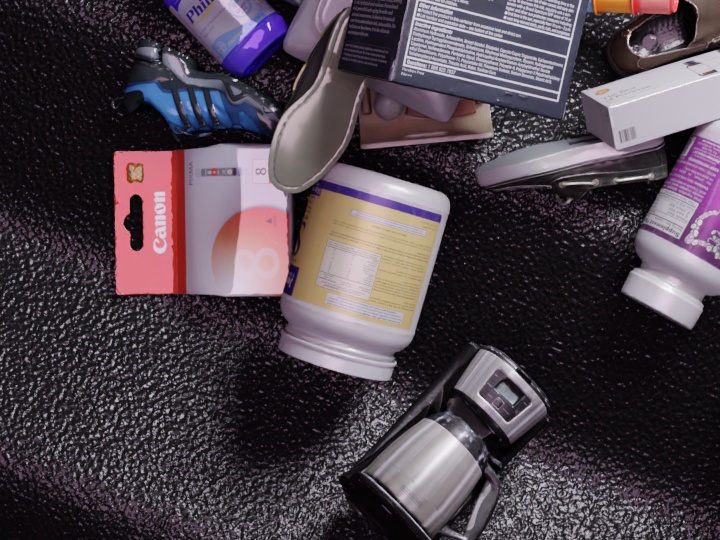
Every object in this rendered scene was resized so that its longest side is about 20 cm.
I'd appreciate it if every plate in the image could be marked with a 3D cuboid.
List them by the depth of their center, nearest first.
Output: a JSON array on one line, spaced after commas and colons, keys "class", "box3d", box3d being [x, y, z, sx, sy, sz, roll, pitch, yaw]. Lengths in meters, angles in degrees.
[{"class": "plate", "box3d": [0.041, -0.282, 1.406, 0.199, 0.032, 0.201, 26, 91, 13]}]

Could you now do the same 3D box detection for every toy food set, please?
[{"class": "toy food set", "box3d": [0.060, -0.233, 1.443, 0.143, 0.060, 0.201, -5, 92, 4]}]

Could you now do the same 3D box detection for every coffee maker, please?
[{"class": "coffee maker", "box3d": [0.080, 0.178, 1.415, 0.200, 0.192, 0.135, -44, 112, -17]}]

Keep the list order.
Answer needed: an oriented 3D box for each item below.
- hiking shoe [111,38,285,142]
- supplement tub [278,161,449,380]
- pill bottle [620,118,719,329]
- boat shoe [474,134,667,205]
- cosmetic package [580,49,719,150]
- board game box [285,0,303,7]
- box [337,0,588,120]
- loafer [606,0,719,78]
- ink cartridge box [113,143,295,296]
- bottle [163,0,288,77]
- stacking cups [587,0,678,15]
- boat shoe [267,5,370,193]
[{"class": "hiking shoe", "box3d": [-0.161, -0.170, 1.458, 0.199, 0.074, 0.087, 26, 96, 14]}, {"class": "supplement tub", "box3d": [0.000, 0.000, 1.412, 0.145, 0.145, 0.201, 16, 92, 3]}, {"class": "pill bottle", "box3d": [0.351, -0.045, 1.404, 0.112, 0.112, 0.201, 28, 94, 2]}, {"class": "boat shoe", "box3d": [0.221, -0.101, 1.431, 0.199, 0.071, 0.064, -10, 105, 12]}, {"class": "cosmetic package", "box3d": [0.333, -0.182, 1.395, 0.199, 0.083, 0.051, -18, 110, -6]}, {"class": "board game box", "box3d": [-0.054, -0.384, 1.402, 0.064, 0.148, 0.201, 25, 94, 5]}, {"class": "box", "box3d": [0.107, -0.264, 1.304, 0.199, 0.123, 0.200, 9, 99, -28]}, {"class": "loafer", "box3d": [0.353, -0.260, 1.418, 0.199, 0.071, 0.073, -31, 90, 4]}, {"class": "ink cartridge box", "box3d": [-0.170, -0.054, 1.470, 0.199, 0.050, 0.163, -1, 92, 1]}, {"class": "bottle", "box3d": [-0.168, -0.300, 1.453, 0.083, 0.065, 0.200, -43, 89, 8]}, {"class": "stacking cups", "box3d": [0.223, -0.288, 1.399, 0.199, 0.060, 0.061, 7, 93, 23]}, {"class": "boat shoe", "box3d": [-0.034, -0.172, 1.372, 0.071, 0.061, 0.202, 27, 96, -14]}]
